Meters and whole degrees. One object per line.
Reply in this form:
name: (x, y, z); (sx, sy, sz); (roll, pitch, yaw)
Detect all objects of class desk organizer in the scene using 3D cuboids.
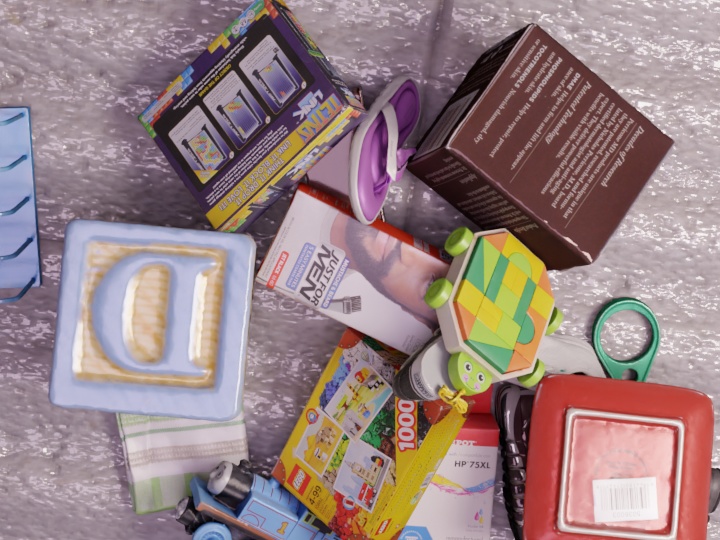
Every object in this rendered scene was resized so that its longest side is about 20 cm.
desk organizer: (-0.018, -0.096, 1.570); (0.076, 0.072, 0.202); (-10, 102, 2)

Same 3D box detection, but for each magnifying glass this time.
magnifying glass: (0.313, 0.130, 1.656); (0.079, 0.022, 0.202); (-6, 104, -2)

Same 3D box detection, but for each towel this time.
towel: (-0.207, 0.178, 1.636); (0.148, 0.031, 0.202); (-7, 102, -1)

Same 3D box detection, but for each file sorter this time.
file sorter: (-0.428, -0.068, 1.528); (0.137, 0.123, 0.202); (-2, 102, -2)

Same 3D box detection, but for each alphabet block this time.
alphabet block: (-0.212, 0.051, 1.506); (0.195, 0.200, 0.197); (7, 88, -4)

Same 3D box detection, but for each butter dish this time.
butter dish: (0.272, 0.222, 1.564); (0.198, 0.148, 0.201); (6, 83, -3)

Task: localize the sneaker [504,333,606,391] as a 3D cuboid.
sneaker: (0.192, 0.105, 1.581); (0.198, 0.089, 0.076); (10, 118, -23)

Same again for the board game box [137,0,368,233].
board game box: (-0.115, -0.164, 1.508); (0.200, 0.057, 0.166); (-41, 74, 17)

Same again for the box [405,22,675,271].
box: (0.185, -0.124, 1.507); (0.200, 0.166, 0.165); (37, 79, -10)

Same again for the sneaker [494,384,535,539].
sneaker: (0.223, 0.227, 1.646); (0.114, 0.076, 0.202); (-8, 101, -4)

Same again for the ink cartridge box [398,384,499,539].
ink cartridge box: (0.096, 0.227, 1.642); (0.115, 0.067, 0.202); (3, 101, -3)

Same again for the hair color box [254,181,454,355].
hair color box: (0.000, 0.000, 1.523); (0.199, 0.064, 0.112); (25, 102, -5)

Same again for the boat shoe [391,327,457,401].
boat shoe: (0.109, 0.079, 1.507); (0.199, 0.063, 0.071); (-27, 92, -41)

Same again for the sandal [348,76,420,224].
sandal: (0.034, -0.137, 1.506); (0.049, 0.204, 0.083); (-4, 137, 28)

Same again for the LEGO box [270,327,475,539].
LEGO box: (0.012, 0.185, 1.574); (0.149, 0.077, 0.201); (37, 111, 27)

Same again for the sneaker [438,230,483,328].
sneaker: (0.124, 0.049, 1.605); (0.082, 0.071, 0.200); (32, 95, -2)

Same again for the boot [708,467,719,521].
boot: (0.336, 0.303, 1.671); (0.131, 0.070, 0.201); (24, 113, -22)

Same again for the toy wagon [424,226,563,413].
toy wagon: (0.135, 0.055, 1.466); (0.155, 0.039, 0.201); (39, 54, -22)

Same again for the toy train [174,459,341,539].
toy train: (-0.112, 0.291, 1.628); (0.199, 0.087, 0.115); (31, 96, -19)
